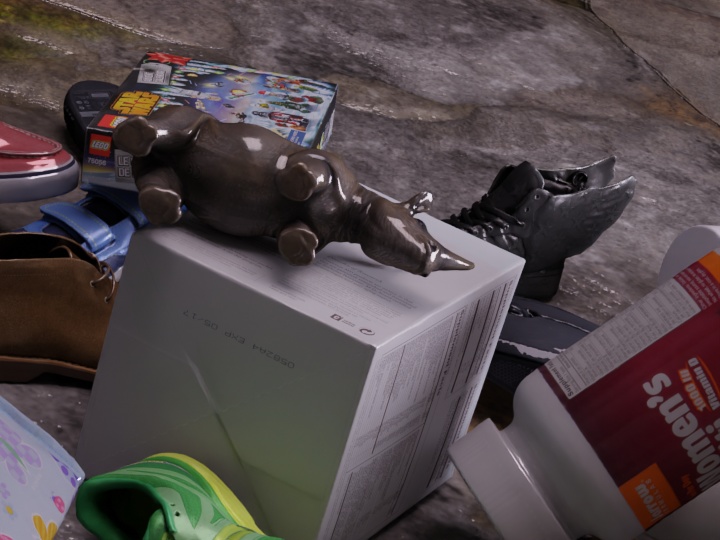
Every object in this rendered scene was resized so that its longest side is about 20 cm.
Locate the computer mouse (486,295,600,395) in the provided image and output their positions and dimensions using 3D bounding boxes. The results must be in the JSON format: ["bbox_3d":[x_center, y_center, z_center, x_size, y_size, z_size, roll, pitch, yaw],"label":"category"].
[{"bbox_3d":[0.116,0.051,1.477,0.200,0.053,0.139,31,24,-5],"label":"computer mouse"}]

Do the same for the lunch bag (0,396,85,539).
[{"bbox_3d":[-0.237,0.092,1.001,0.200,0.127,0.170,38,20,-7],"label":"lunch bag"}]

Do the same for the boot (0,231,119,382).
[{"bbox_3d":[-0.156,0.022,1.358,0.199,0.076,0.074,3,25,-37],"label":"boot"}]

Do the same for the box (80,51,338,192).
[{"bbox_3d":[-0.093,-0.091,1.491,0.136,0.040,0.200,9,20,2],"label":"box"}]

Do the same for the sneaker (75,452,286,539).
[{"bbox_3d":[-0.069,0.153,1.127,0.083,0.074,0.200,-1,20,-45],"label":"sneaker"}]

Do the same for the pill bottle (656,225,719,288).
[{"bbox_3d":[0.322,0.024,1.674,0.199,0.116,0.116,5,25,-29],"label":"pill bottle"}]

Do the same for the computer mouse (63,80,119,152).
[{"bbox_3d":[-0.168,-0.075,1.643,0.058,0.034,0.200,-2,35,-23],"label":"computer mouse"}]

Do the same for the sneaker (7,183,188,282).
[{"bbox_3d":[-0.161,-0.024,1.451,0.074,0.082,0.200,33,28,29],"label":"sneaker"}]

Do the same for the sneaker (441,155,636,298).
[{"bbox_3d":[0.100,-0.037,1.654,0.199,0.105,0.060,4,26,-32],"label":"sneaker"}]

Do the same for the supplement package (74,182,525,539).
[{"bbox_3d":[-0.031,0.052,1.282,0.151,0.151,0.200,25,23,20],"label":"supplement package"}]

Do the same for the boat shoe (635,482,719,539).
[{"bbox_3d":[0.211,0.137,1.364,0.199,0.075,0.062,23,5,0],"label":"boat shoe"}]

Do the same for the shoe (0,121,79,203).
[{"bbox_3d":[-0.275,-0.102,1.471,0.199,0.091,0.071,9,20,15],"label":"shoe"}]

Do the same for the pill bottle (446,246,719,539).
[{"bbox_3d":[0.155,0.082,1.283,0.110,0.200,0.110,56,1,-2],"label":"pill bottle"}]

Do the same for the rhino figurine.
[{"bbox_3d":[-0.033,-0.037,1.207,0.199,0.060,0.087,18,11,-3],"label":"rhino figurine"}]
